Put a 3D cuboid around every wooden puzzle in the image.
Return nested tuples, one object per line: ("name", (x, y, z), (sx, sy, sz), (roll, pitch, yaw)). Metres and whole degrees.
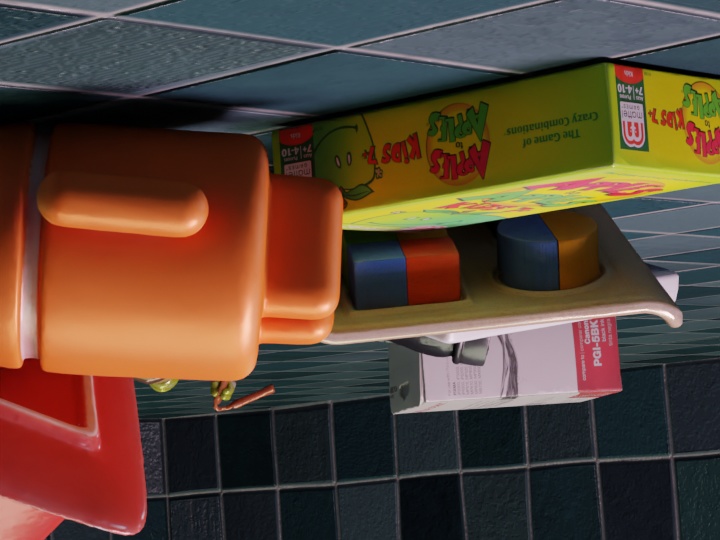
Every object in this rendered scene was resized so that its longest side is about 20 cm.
("wooden puzzle", (0.053, -0.015, 1.360), (0.200, 0.046, 0.185), (-1, -162, -8))

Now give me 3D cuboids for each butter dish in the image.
("butter dish", (-0.219, 0.073, 1.250), (0.199, 0.200, 0.148), (24, 118, -25))

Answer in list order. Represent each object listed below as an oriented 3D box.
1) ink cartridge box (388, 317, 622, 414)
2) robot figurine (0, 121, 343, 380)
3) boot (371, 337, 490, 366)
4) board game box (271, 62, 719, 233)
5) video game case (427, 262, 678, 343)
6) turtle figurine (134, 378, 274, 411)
("ink cartridge box", (0.137, 0.089, 2.535), (0.200, 0.083, 0.147), (-3, 174, -13))
("robot figurine", (-0.109, -0.008, 1.183), (0.200, 0.117, 0.144), (4, -160, -4))
("boot", (0.000, 0.000, 1.615), (0.168, 0.077, 0.200), (12, -166, 0))
("board game box", (0.066, -0.054, 1.215), (0.200, 0.048, 0.101), (-8, 172, 41))
("video game case", (0.049, -0.002, 1.461), (0.182, 0.023, 0.200), (18, -163, 40))
("turtle figurine", (-0.185, 0.083, 2.371), (0.200, 0.065, 0.161), (4, 168, 10))
